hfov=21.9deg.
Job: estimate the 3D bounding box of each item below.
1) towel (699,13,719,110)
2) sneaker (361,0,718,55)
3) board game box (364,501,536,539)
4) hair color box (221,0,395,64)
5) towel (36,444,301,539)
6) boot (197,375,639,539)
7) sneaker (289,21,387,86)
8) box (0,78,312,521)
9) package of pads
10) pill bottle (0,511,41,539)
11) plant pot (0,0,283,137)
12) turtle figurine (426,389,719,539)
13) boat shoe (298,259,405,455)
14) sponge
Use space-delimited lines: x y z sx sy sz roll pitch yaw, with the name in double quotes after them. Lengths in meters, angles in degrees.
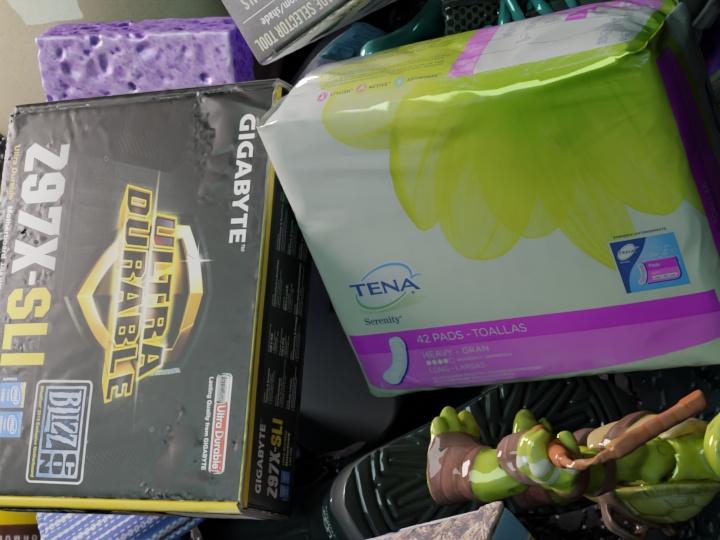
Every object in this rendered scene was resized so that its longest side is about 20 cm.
0.142 -0.071 0.874 0.144 0.023 0.201 -44 54 34 "towel"
0.080 -0.114 0.853 0.200 0.091 0.078 -34 61 38 "sneaker"
0.046 0.212 0.789 0.159 0.200 0.097 -22 29 42 "board game box"
0.027 -0.173 0.881 0.109 0.200 0.065 -30 95 39 "hair color box"
-0.106 0.112 0.992 0.145 0.024 0.200 -34 15 -5 "towel"
0.025 0.107 0.917 0.200 0.164 0.066 -34 69 63 "boot"
-0.047 -0.052 1.035 0.201 0.077 0.091 -62 36 11 "sneaker"
-0.103 0.016 0.884 0.159 0.049 0.201 -2 76 30 "box"
0.066 -0.030 0.815 0.199 0.068 0.155 -9 115 32 "package of pads"
-0.209 0.138 1.144 0.109 0.109 0.201 -15 73 44 "pill bottle"
-0.121 -0.132 1.045 0.134 0.200 0.201 41 113 32 "plant pot"
0.117 0.075 0.758 0.161 0.199 0.065 -11 91 48 "turtle figurine"
0.000 0.000 0.973 0.070 0.091 0.201 10 126 9 "boat shoe"
-0.103 -0.031 0.973 0.111 0.030 0.201 2 111 19 "sponge"
